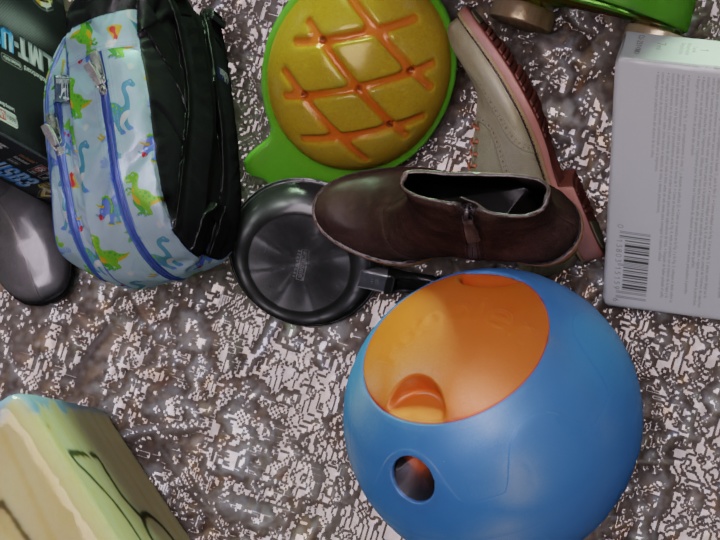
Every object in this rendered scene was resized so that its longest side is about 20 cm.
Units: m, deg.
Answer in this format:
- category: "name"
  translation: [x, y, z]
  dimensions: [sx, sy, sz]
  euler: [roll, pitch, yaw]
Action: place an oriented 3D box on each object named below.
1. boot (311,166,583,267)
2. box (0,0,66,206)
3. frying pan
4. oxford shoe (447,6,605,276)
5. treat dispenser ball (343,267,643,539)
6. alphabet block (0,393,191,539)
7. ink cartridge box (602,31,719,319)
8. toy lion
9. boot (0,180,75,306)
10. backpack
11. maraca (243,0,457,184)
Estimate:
- category: "boot"
  translation: [0.046, -0.048, 1.514]
  dimensions: [0.200, 0.166, 0.072]
  euler: [8, 81, 16]
- category: "box"
  translation: [-0.264, -0.164, 1.625]
  dimensions: [0.050, 0.200, 0.199]
  euler: [-21, 70, 16]
- category: "frying pan"
  translation: [-0.011, 0.012, 1.640]
  dimensions: [0.190, 0.031, 0.115]
  euler: [36, 114, -3]
- category: "oxford shoe"
  translation: [0.100, -0.086, 1.600]
  dimensions: [0.074, 0.071, 0.200]
  euler: [-25, 93, 13]
- category: "treat dispenser ball"
  translation: [0.089, 0.099, 1.528]
  dimensions: [0.201, 0.201, 0.201]
  euler: [-2, 83, 12]
- category: "alphabet block"
  translation: [-0.228, 0.224, 1.585]
  dimensions: [0.196, 0.195, 0.200]
  euler: [-37, 76, 7]
- category: "ink cartridge box"
  translation: [0.255, -0.057, 1.535]
  dimensions: [0.173, 0.044, 0.200]
  euler: [8, 125, 12]
- category: "toy lion"
  translation: [0.109, -0.206, 1.551]
  dimensions: [0.200, 0.192, 0.069]
  euler: [18, 94, 42]
- category: "boot"
  translation: [-0.278, -0.072, 1.663]
  dimensions: [0.070, 0.132, 0.200]
  euler: [-24, 78, 7]
- category: "backpack"
  translation: [-0.151, -0.086, 1.613]
  dimensions: [0.154, 0.163, 0.200]
  euler: [-26, 70, 12]
- category: "maraca"
  translation: [-0.008, -0.123, 1.629]
  dimensions: [0.137, 0.107, 0.200]
  euler: [19, 108, -1]
